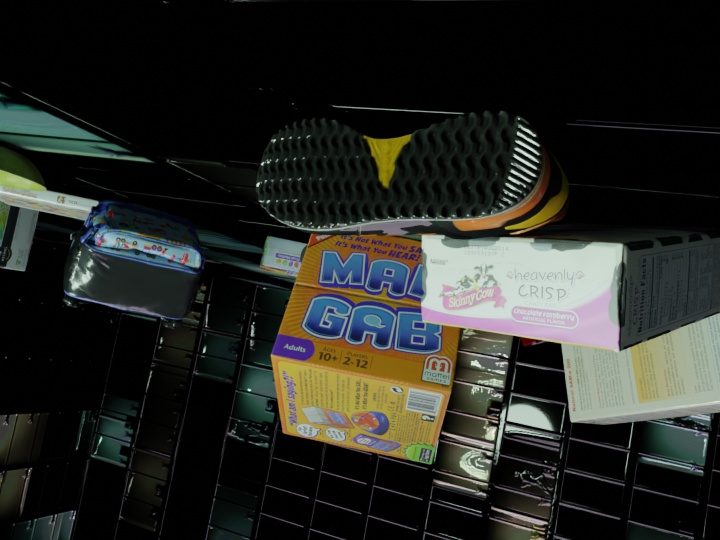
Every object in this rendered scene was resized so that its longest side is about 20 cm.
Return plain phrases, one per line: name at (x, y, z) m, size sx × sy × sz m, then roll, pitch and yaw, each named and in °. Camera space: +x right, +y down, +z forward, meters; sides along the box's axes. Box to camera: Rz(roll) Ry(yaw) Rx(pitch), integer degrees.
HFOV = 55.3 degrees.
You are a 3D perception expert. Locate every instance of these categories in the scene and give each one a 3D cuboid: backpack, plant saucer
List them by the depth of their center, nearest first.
plant saucer at (-0.447, -0.128, 0.752) m, size 0.200 × 0.031 × 0.200 m, roll 11°, pitch 176°, yaw 1°
backpack at (-0.327, -0.027, 1.004) m, size 0.182 × 0.135 × 0.200 m, roll 16°, pitch -160°, yaw -25°

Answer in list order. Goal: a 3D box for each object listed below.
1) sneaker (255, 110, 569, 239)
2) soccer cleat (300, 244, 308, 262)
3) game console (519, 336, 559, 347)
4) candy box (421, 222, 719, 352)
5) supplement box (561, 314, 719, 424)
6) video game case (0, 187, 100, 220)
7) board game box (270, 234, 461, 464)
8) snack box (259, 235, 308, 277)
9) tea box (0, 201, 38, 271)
sneaker at (0.027, -0.046, 0.418) m, size 0.200 × 0.070 × 0.090 m, roll 5°, pitch 169°, yaw 37°
soccer cleat at (0.000, 0.000, 1.034) m, size 0.200 × 0.068 × 0.073 m, roll 9°, pitch 172°, yaw -21°
game console at (0.355, 0.084, 1.070) m, size 0.177 × 0.031 × 0.200 m, roll -21°, pitch 166°, yaw 30°
candy box at (0.155, 0.002, 0.465) m, size 0.200 × 0.061 × 0.136 m, roll -6°, pitch -172°, yaw -44°
supplement box at (0.320, 0.091, 0.733) m, size 0.073 × 0.126 × 0.200 m, roll 14°, pitch 157°, yaw -38°
video game case at (-0.508, -0.110, 1.126) m, size 0.182 × 0.023 × 0.200 m, roll 12°, pitch 175°, yaw -12°
board game box at (0.017, 0.093, 0.864) m, size 0.200 × 0.200 × 0.200 m, roll 10°, pitch 143°, yaw 6°
snack box at (-0.066, -0.008, 1.156) m, size 0.200 × 0.053 × 0.142 m, roll 11°, pitch 176°, yaw -10°
tea box at (-0.742, -0.088, 1.247) m, size 0.200 × 0.134 × 0.197 m, roll 8°, pitch 175°, yaw 22°
